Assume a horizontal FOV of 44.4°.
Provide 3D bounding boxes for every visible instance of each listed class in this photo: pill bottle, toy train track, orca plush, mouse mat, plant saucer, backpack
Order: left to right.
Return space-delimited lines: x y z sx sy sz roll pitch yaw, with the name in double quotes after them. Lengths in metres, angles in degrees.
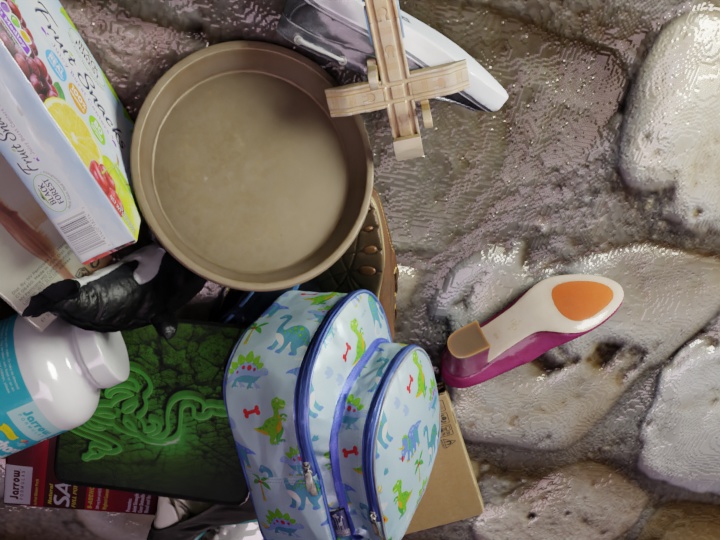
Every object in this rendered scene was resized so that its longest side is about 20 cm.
-0.306 0.101 0.771 0.197 0.111 0.112 -23 124 3 "pill bottle"
-0.173 0.021 0.720 0.071 0.200 0.106 41 98 12 "orca plush"
-0.187 0.125 0.811 0.195 0.008 0.165 4 88 12 "mouse mat"
-0.085 -0.083 0.711 0.196 0.029 0.205 3 81 -16 "plant saucer"
-0.016 0.122 0.753 0.144 0.184 0.203 -2 120 28 "backpack"
0.020 -0.168 0.653 0.112 0.033 0.203 -11 124 6 "toy train track"

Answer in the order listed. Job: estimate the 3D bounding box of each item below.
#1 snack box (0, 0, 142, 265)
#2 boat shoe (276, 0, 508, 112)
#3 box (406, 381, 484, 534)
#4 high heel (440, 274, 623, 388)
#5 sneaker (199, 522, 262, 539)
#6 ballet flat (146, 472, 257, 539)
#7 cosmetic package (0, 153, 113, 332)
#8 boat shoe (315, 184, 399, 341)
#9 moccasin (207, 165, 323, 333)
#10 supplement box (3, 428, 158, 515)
-0.229 -0.126 0.650 0.052 0.143 0.202 -22 124 7 "snack box"
0.026 -0.168 0.713 0.197 0.072 0.068 23 116 -22 "boat shoe"
0.041 0.222 0.986 0.160 0.021 0.203 -16 125 6 "box"
0.174 0.064 0.911 0.196 0.069 0.097 -16 153 -5 "high heel"
-0.145 0.299 0.988 0.196 0.075 0.090 -18 112 -6 "sneaker"
-0.150 0.223 0.857 0.198 0.068 0.069 -29 99 24 "ballet flat"
-0.301 -0.058 0.693 0.087 0.103 0.201 -46 124 -12 "cosmetic package"
0.000 0.000 0.821 0.071 0.068 0.203 9 128 19 "boat shoe"
-0.089 -0.007 0.788 0.067 0.081 0.203 12 118 -19 "moccasin"
-0.252 0.185 0.892 0.196 0.061 0.111 8 121 -14 "supplement box"
